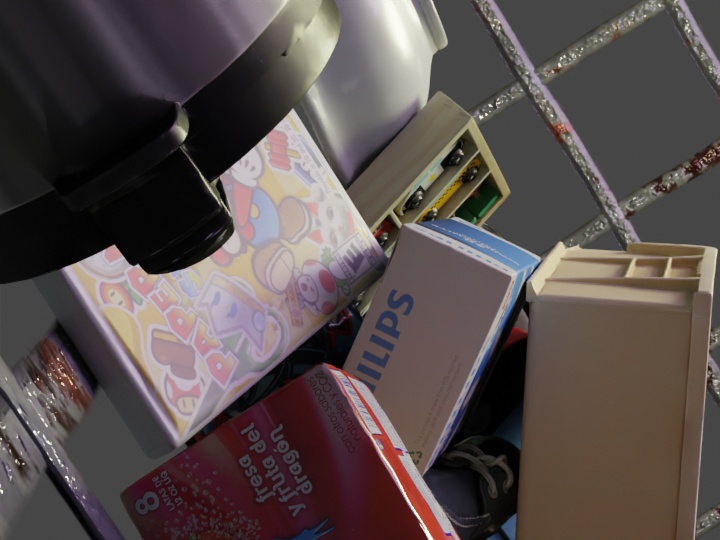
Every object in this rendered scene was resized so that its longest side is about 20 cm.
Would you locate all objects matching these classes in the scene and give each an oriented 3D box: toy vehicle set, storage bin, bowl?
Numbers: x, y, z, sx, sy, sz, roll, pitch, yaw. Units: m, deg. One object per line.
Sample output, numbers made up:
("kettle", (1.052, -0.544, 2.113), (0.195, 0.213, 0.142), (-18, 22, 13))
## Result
("toy vehicle set", (0.000, 0.000, 1.118), (0.026, 0.200, 0.124), (42, -2, 22))
("storage bin", (0.139, 0.094, 1.053), (0.199, 0.093, 0.202), (-33, 126, -76))
("bowl", (-0.010, -0.150, 1.100), (0.201, 0.090, 0.202), (-25, 90, -88))

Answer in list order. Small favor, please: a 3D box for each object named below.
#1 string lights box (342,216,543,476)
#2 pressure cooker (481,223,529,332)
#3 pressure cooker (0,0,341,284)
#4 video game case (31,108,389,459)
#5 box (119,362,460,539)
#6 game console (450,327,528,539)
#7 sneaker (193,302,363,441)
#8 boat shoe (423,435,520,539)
("string lights box", (0.038, 0.032, 0.972), (0.059, 0.103, 0.200), (25, 7, 7))
("pressure cooker", (0.042, 0.058, 1.288), (0.180, 0.175, 0.200), (59, 4, -6))
("pressure cooker", (-0.105, -0.094, 0.658), (0.201, 0.178, 0.176), (57, 46, -24))
("video game case", (-0.088, -0.045, 0.858), (0.201, 0.023, 0.182), (58, 41, -6))
("box", (0.006, 0.145, 0.736), (0.201, 0.095, 0.100), (59, 4, 10))
("game console", (0.077, 0.144, 1.174), (0.031, 0.177, 0.200), (28, -18, 42))
("sneaker", (-0.049, 0.034, 0.964), (0.080, 0.095, 0.200), (58, 3, 16))
("boat shoe", (0.048, 0.108, 1.016), (0.073, 0.062, 0.200), (50, 5, 16))
